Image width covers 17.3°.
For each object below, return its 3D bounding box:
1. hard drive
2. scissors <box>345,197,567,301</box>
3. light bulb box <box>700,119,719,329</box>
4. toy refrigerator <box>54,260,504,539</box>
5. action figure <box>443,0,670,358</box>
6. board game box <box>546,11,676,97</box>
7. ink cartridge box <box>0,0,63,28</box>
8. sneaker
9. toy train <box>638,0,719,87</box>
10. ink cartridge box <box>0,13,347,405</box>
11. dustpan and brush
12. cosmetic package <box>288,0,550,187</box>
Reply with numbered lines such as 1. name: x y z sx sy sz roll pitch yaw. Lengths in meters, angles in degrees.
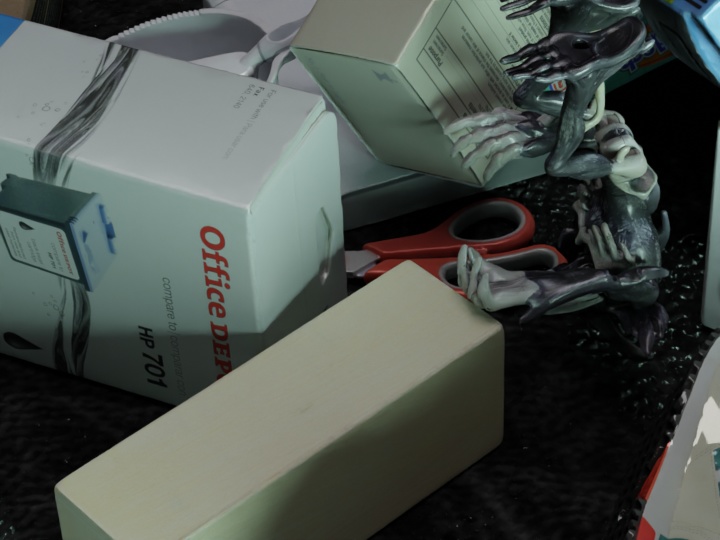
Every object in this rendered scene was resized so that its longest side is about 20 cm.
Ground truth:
1. hard drive: 0.009 -0.106 1.265 0.132 0.027 0.200 -16 44 -15
2. scissors: 0.000 0.000 1.156 0.199 0.014 0.073 -8 44 -8
3. light bulb box: 0.292 -0.041 1.105 0.198 0.125 0.200 23 47 27
4. toy refrigerator: -0.032 0.081 1.023 0.200 0.076 0.070 -33 50 -29
5. action figure: 0.087 -0.037 1.058 0.102 0.200 0.119 -9 42 0
6. board game box: 0.127 -0.182 1.267 0.152 0.045 0.200 -26 43 -1
7. ink cartridge box: -0.267 -0.146 1.288 0.199 0.075 0.165 -2 41 0
8. sneaker: 0.157 0.109 1.001 0.093 0.070 0.200 28 42 2
9. toy train: 0.166 -0.154 1.089 0.114 0.087 0.200 -41 33 0
10. ink cartridge box: -0.116 -0.025 1.091 0.200 0.147 0.086 16 47 20
11. dustpan and brush: -0.064 -0.099 1.207 0.200 0.057 0.140 -16 44 2
12. cosmetic package: 0.060 -0.154 1.162 0.073 0.104 0.200 16 66 39
